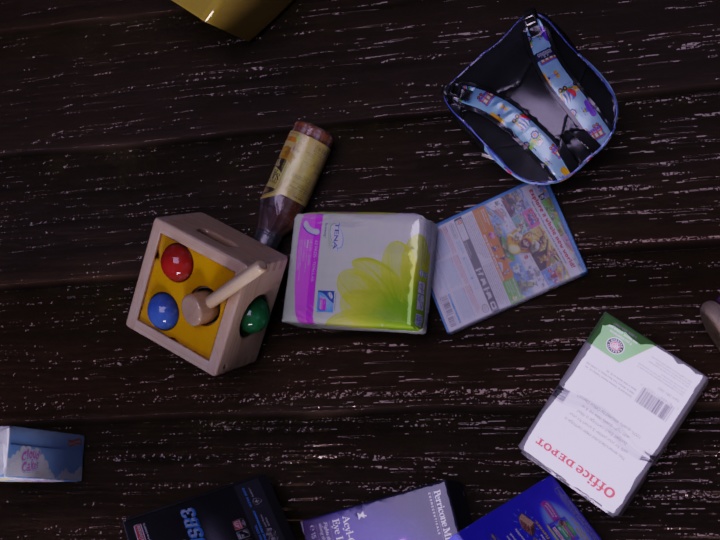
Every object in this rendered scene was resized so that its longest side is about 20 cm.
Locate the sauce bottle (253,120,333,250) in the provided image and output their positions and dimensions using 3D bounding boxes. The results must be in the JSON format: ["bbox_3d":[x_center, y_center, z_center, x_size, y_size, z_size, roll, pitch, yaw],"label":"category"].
[{"bbox_3d":[-0.102,-0.104,1.631,0.065,0.066,0.202,21,83,19],"label":"sauce bottle"}]

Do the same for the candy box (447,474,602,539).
[{"bbox_3d":[0.200,0.352,1.376,0.170,0.199,0.077,53,129,19],"label":"candy box"}]

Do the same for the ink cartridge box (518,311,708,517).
[{"bbox_3d":[0.307,0.177,1.442,0.145,0.084,0.201,34,90,20],"label":"ink cartridge box"}]

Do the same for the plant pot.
[{"bbox_3d":[-0.193,-0.442,1.669,0.199,0.200,0.178,34,100,20],"label":"plant pot"}]

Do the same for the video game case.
[{"bbox_3d":[0.179,-0.021,1.557,0.198,0.018,0.145,-25,72,10],"label":"video game case"}]

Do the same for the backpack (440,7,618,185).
[{"bbox_3d":[0.231,-0.201,1.517,0.182,0.134,0.200,-42,70,4],"label":"backpack"}]

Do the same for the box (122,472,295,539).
[{"bbox_3d":[-0.178,0.365,1.478,0.196,0.050,0.201,-15,41,-16],"label":"box"}]

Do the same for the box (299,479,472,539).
[{"bbox_3d":[0.045,0.356,1.471,0.198,0.104,0.150,-19,73,12],"label":"box"}]

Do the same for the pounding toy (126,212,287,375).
[{"bbox_3d":[-0.192,0.026,1.547,0.199,0.142,0.186,26,109,23],"label":"pounding toy"}]

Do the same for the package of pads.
[{"bbox_3d":[0.000,0.000,1.570,0.198,0.068,0.157,3,80,24],"label":"package of pads"}]

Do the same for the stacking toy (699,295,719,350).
[{"bbox_3d":[0.512,0.026,1.425,0.199,0.085,0.086,-33,72,0],"label":"stacking toy"}]

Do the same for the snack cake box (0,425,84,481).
[{"bbox_3d":[-0.469,0.249,1.592,0.114,0.200,0.068,-2,78,16],"label":"snack cake box"}]
